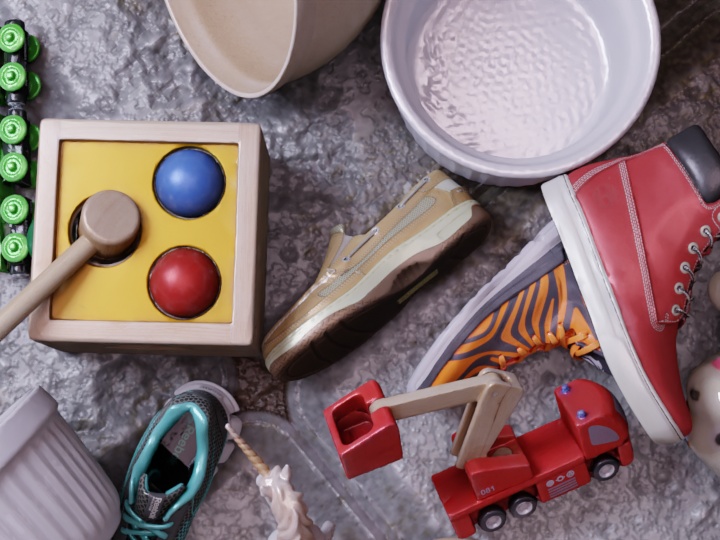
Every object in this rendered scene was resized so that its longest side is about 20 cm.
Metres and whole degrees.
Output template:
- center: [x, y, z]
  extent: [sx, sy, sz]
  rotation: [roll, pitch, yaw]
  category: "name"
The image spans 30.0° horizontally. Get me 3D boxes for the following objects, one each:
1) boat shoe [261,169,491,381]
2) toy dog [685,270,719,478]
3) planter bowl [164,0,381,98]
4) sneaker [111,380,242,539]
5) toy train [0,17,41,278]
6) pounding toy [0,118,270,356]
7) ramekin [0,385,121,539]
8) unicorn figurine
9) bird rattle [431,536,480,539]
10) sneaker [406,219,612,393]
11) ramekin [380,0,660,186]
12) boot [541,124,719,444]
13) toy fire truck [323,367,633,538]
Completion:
- center: [0.000, 0.000, 0.997]
  extent: [0.200, 0.072, 0.076]
  rotation: [-36, 70, -13]
  category: "boat shoe"
- center: [0.314, 0.067, 0.961]
  extent: [0.200, 0.140, 0.194]
  rotation: [-38, 129, -5]
  category: "toy dog"
- center: [-0.049, -0.240, 0.974]
  extent: [0.134, 0.200, 0.201]
  rotation: [-22, 82, -29]
  category: "planter bowl"
- center: [-0.150, 0.170, 0.954]
  extent: [0.077, 0.091, 0.201]
  rotation: [19, 83, 3]
  category: "sneaker"
- center: [-0.272, -0.093, 1.017]
  extent: [0.056, 0.042, 0.201]
  rotation: [-4, 82, 9]
  category: "toy train"
- center: [-0.170, -0.010, 0.953]
  extent: [0.199, 0.142, 0.185]
  rotation: [1, 82, 0]
  category: "pounding toy"
- center: [-0.251, 0.181, 0.888]
  extent: [0.200, 0.200, 0.105]
  rotation: [-43, 97, -5]
  category: "ramekin"
- center: [-0.057, 0.211, 0.926]
  extent: [0.073, 0.137, 0.201]
  rotation: [3, 82, 1]
  category: "unicorn figurine"
- center: [0.080, 0.266, 0.942]
  extent: [0.199, 0.113, 0.164]
  rotation: [-11, 66, -5]
  category: "bird rattle"
- center: [0.132, 0.050, 0.979]
  extent: [0.200, 0.078, 0.112]
  rotation: [-44, 84, -6]
  category: "sneaker"
- center: [0.113, -0.158, 0.997]
  extent: [0.199, 0.098, 0.202]
  rotation: [0, 82, 0]
  category: "ramekin"
- center: [0.223, 0.007, 0.914]
  extent: [0.144, 0.072, 0.201]
  rotation: [-20, 79, 9]
  category: "boot"
- center: [0.088, 0.115, 0.942]
  extent: [0.199, 0.049, 0.141]
  rotation: [-24, 127, -2]
  category: "toy fire truck"
